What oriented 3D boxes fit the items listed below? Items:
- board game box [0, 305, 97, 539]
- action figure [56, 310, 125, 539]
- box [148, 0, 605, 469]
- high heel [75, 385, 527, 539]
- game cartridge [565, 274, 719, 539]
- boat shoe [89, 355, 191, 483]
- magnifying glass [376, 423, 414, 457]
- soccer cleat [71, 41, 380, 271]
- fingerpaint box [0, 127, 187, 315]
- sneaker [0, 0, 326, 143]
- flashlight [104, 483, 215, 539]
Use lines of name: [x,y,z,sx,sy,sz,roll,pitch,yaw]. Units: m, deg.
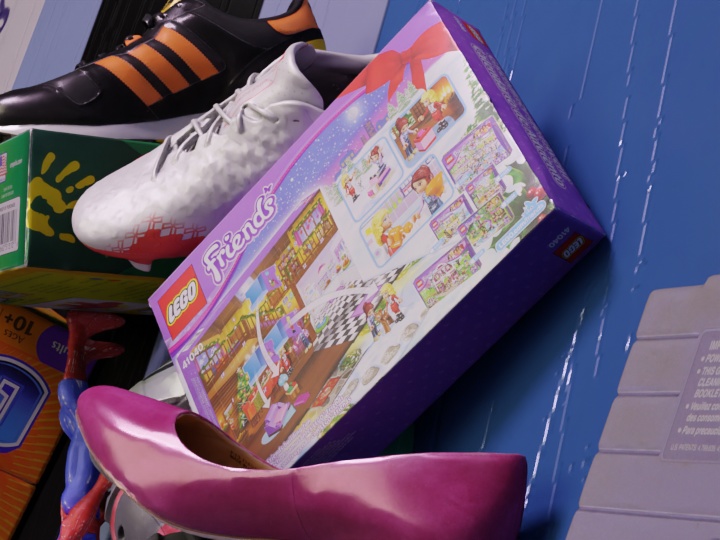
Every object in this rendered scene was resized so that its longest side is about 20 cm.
board game box: [-0.324,0.084,1.321,0.201,0.199,0.200,-63,22,-2]
action figure: [-0.154,0.125,1.100,0.066,0.051,0.202,115,161,-62]
box: [0.000,0.000,0.850,0.200,0.039,0.137,-45,47,21]
high heel: [-0.027,0.071,0.773,0.199,0.067,0.097,32,102,32]
game cartridge: [0.136,0.059,0.588,0.200,0.038,0.131,-7,55,63]
boat shoe: [-0.056,0.050,0.977,0.199,0.072,0.071,-31,29,34]
magnifying glass: [-0.005,0.126,0.829,0.080,0.022,0.201,-48,28,31]
soccer cleat: [-0.045,-0.063,0.920,0.198,0.086,0.069,-16,47,0]
fingerpaint box: [-0.132,-0.022,1.060,0.200,0.165,0.074,-11,75,63]
sneaker: [-0.113,-0.109,1.076,0.070,0.198,0.091,154,110,-73]
flashlight: [-0.081,0.125,0.875,0.200,0.067,0.069,-157,61,-83]
